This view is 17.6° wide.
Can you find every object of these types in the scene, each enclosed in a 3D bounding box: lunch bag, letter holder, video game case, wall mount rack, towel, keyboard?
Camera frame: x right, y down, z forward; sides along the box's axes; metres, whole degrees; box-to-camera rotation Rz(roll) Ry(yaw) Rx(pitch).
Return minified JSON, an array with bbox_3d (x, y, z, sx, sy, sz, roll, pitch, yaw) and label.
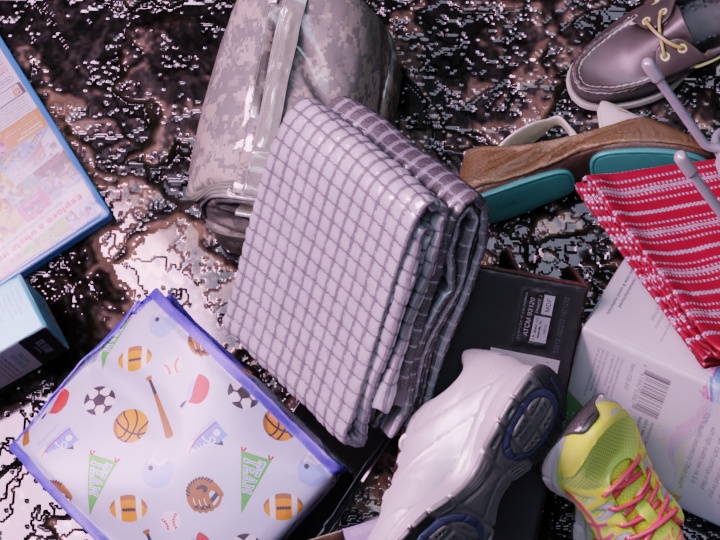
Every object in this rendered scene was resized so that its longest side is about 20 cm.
[{"bbox_3d":[-0.051,-0.117,1.752,0.138,0.168,0.202,10,77,8],"label":"lunch bag"},{"bbox_3d":[-0.134,0.136,1.704,0.200,0.124,0.170,42,86,5],"label":"lunch bag"},{"bbox_3d":[0.089,0.084,1.690,0.100,0.142,0.202,10,101,-5],"label":"letter holder"},{"bbox_3d":[-0.307,-0.085,1.849,0.143,0.018,0.201,-33,75,-3],"label":"video game case"},{"bbox_3d":[0.282,-0.075,1.672,0.172,0.075,0.201,10,36,-15],"label":"wall mount rack"},{"bbox_3d":[0.259,-0.010,1.664,0.144,0.023,0.200,-8,45,-27],"label":"towel"},{"bbox_3d":[-0.071,0.159,1.764,0.127,0.021,0.201,34,81,11],"label":"keyboard"},{"bbox_3d":[0.000,0.000,1.615,0.165,0.085,0.201,40,125,39],"label":"towel"}]

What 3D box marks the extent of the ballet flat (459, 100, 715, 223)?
[{"bbox_3d":[0.169,-0.090,1.783,0.198,0.068,0.073,-13,56,7],"label":"ballet flat"}]

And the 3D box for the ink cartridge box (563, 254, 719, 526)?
[{"bbox_3d":[0.250,0.099,1.671,0.199,0.146,0.088,25,50,13],"label":"ink cartridge box"}]

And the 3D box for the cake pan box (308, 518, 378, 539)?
[{"bbox_3d":[-0.026,0.277,1.642,0.183,0.052,0.201,-16,117,-5],"label":"cake pan box"}]

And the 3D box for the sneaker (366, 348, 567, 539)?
[{"bbox_3d":[0.057,0.141,1.574,0.200,0.075,0.087,-52,42,-9],"label":"sneaker"}]

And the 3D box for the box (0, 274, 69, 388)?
[{"bbox_3d":[-0.327,0.080,1.778,0.199,0.082,0.049,-29,75,-2],"label":"box"}]

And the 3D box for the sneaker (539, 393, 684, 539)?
[{"bbox_3d":[0.190,0.162,1.630,0.078,0.200,0.090,-44,52,-14],"label":"sneaker"}]

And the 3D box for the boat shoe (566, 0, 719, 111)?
[{"bbox_3d":[0.250,-0.187,1.791,0.200,0.061,0.072,-25,75,0],"label":"boat shoe"}]
